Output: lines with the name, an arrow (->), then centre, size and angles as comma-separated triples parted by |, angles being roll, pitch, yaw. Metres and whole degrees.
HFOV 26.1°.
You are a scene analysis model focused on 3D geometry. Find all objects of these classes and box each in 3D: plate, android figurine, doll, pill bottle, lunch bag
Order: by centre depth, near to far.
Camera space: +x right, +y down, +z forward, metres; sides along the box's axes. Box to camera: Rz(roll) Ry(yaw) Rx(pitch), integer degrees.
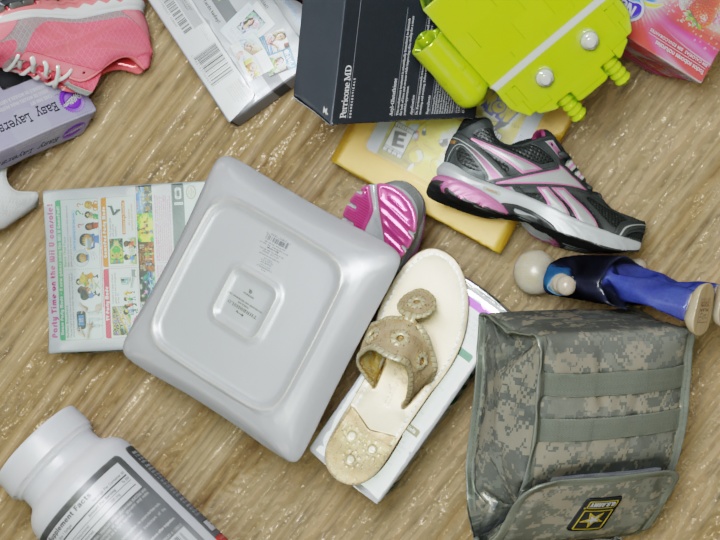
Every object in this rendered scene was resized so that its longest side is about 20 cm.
android figurine -> 0.132, -0.203, 1.218 | 0.182, 0.041, 0.200 | -37, 114, 14
lunch bag -> 0.180, 0.138, 1.295 | 0.163, 0.117, 0.202 | -1, 101, -26
doll -> 0.210, 0.011, 1.306 | 0.199, 0.136, 0.049 | 13, 105, 42
plate -> -0.092, 0.028, 1.311 | 0.199, 0.032, 0.201 | 30, 95, 23
pill bottle -> -0.217, 0.221, 1.371 | 0.200, 0.116, 0.116 | 43, 95, 7

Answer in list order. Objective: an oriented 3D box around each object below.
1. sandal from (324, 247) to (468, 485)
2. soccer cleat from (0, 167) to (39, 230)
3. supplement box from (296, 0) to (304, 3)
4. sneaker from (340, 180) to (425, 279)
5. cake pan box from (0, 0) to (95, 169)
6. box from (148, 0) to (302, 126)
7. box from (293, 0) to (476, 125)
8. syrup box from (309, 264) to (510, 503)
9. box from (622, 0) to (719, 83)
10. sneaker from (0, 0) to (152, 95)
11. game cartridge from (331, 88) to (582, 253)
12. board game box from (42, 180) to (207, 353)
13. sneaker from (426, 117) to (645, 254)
sandal -> 0.029, 0.083, 1.282 | 0.077, 0.070, 0.213 | 26, 93, 8
soccer cleat -> -0.357, -0.132, 1.426 | 0.086, 0.070, 0.201 | -21, 86, -13
supplement box -> -0.092, -0.312, 1.302 | 0.199, 0.061, 0.109 | 30, 95, 7
sneaker -> 0.000, 0.000, 1.362 | 0.081, 0.088, 0.200 | 44, 119, 8
cake pan box -> -0.358, -0.175, 1.374 | 0.199, 0.052, 0.185 | -28, 85, -38
box -> -0.076, -0.251, 1.395 | 0.199, 0.041, 0.156 | -35, 85, 7
box -> 0.030, -0.226, 1.256 | 0.140, 0.079, 0.202 | -6, 116, -30
syrup box -> 0.047, 0.096, 1.355 | 0.081, 0.079, 0.201 | 36, 94, 7
box -> 0.210, -0.248, 1.293 | 0.199, 0.103, 0.095 | 29, 93, -18
sneaker -> -0.267, -0.193, 1.363 | 0.199, 0.074, 0.087 | -19, 91, -32
game cartridge -> 0.095, -0.144, 1.375 | 0.175, 0.032, 0.201 | 28, 95, 7
board game box -> -0.180, -0.002, 1.395 | 0.198, 0.064, 0.149 | -2, 88, 6
sneaker -> 0.161, -0.074, 1.320 | 0.199, 0.080, 0.087 | 20, 85, -20
